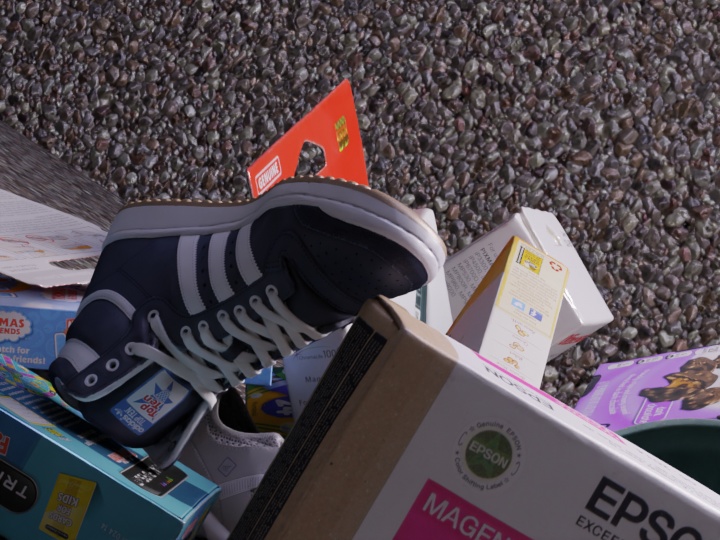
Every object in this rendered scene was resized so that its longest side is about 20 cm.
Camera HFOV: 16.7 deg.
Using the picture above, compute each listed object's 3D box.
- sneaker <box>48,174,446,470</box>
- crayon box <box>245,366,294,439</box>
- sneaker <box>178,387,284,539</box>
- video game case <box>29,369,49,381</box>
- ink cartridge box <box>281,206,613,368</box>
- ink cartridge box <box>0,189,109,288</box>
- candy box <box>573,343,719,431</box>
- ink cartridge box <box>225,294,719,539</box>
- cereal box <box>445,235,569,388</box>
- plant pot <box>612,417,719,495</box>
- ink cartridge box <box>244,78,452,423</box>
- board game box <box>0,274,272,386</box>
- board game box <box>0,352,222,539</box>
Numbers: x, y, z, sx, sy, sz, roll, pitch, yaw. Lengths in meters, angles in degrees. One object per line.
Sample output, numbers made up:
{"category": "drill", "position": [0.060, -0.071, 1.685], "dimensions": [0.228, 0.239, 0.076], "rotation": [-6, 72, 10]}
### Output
{"category": "sneaker", "position": [-0.054, 0.025, 1.034], "dimensions": [0.199, 0.109, 0.070], "rotation": [-4, -38, 47]}
{"category": "crayon box", "position": [0.032, 0.100, 1.409], "dimensions": [0.198, 0.052, 0.126], "rotation": [0, 21, -3]}
{"category": "sneaker", "position": [-0.034, 0.120, 1.230], "dimensions": [0.199, 0.082, 0.075], "rotation": [32, 2, 33]}
{"category": "video game case", "position": [-0.207, 0.044, 1.462], "dimensions": [0.199, 0.023, 0.182], "rotation": [33, 2, 22]}
{"category": "ink cartridge box", "position": [0.050, 0.050, 1.543], "dimensions": [0.084, 0.199, 0.145], "rotation": [58, 11, 7]}
{"category": "ink cartridge box", "position": [-0.207, -0.008, 1.276], "dimensions": [0.199, 0.050, 0.161], "rotation": [22, 14, 24]}
{"category": "candy box", "position": [0.220, 0.087, 1.344], "dimensions": [0.198, 0.072, 0.168], "rotation": [-11, 10, 17]}
{"category": "ink cartridge box", "position": [0.051, 0.132, 0.973], "dimensions": [0.199, 0.165, 0.075], "rotation": [30, 3, -12]}
{"category": "cereal box", "position": [0.036, 0.087, 1.141], "dimensions": [0.039, 0.144, 0.200], "rotation": [31, 29, -4]}
{"category": "plant pot", "position": [0.164, 0.194, 1.217], "dimensions": [0.200, 0.200, 0.135], "rotation": [32, -26, 25]}
{"category": "ink cartridge box", "position": [0.000, 0.000, 1.344], "dimensions": [0.043, 0.175, 0.200], "rotation": [-4, 17, 17]}
{"category": "board game box", "position": [-0.150, 0.027, 1.303], "dimensions": [0.198, 0.037, 0.151], "rotation": [4, 7, -7]}
{"category": "board game box", "position": [-0.162, 0.068, 1.057], "dimensions": [0.199, 0.047, 0.151], "rotation": [32, 1, 2]}
